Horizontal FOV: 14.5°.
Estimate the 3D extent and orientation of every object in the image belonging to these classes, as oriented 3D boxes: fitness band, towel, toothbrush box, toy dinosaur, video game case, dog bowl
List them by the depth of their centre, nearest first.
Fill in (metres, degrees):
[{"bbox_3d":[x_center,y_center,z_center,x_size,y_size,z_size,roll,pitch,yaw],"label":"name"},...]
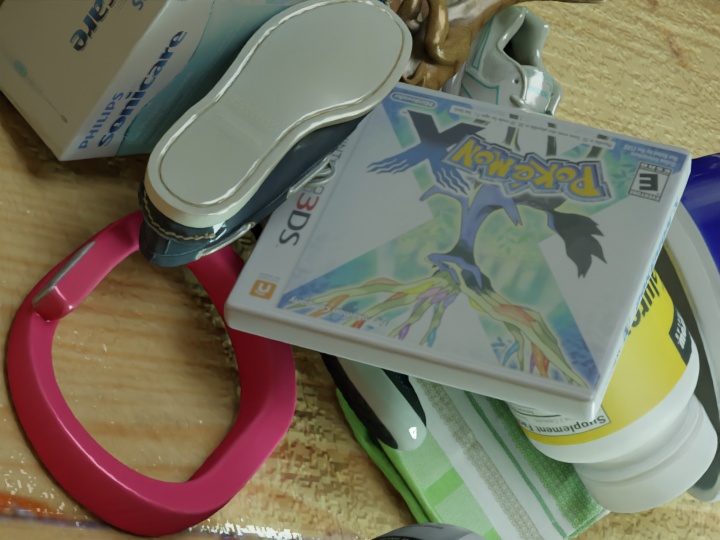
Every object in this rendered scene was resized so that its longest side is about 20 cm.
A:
[{"bbox_3d":[-0.102,0.050,1.418,0.144,0.037,0.200,54,32,-8],"label":"fitness band"},{"bbox_3d":[0.053,-0.018,1.473,0.199,0.022,0.183,14,51,14],"label":"video game case"},{"bbox_3d":[-0.085,-0.142,1.493,0.085,0.147,0.200,48,29,19],"label":"toothbrush box"},{"bbox_3d":[0.071,0.099,1.618,0.150,0.031,0.200,56,34,5],"label":"towel"},{"bbox_3d":[0.047,-0.137,1.650,0.200,0.060,0.107,-49,121,-28],"label":"toy dinosaur"},{"bbox_3d":[0.213,0.033,1.704,0.200,0.078,0.201,163,-90,-80],"label":"dog bowl"}]

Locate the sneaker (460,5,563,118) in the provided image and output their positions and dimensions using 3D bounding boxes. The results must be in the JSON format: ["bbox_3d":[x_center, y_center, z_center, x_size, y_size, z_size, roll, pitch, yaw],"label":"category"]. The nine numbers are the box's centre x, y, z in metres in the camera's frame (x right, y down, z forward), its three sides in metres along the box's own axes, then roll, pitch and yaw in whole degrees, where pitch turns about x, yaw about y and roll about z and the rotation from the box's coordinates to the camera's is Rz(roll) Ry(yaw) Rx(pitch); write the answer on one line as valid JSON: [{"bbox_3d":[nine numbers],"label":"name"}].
[{"bbox_3d":[0.084,-0.085,1.747,0.070,0.080,0.201,30,41,-38],"label":"sneaker"}]

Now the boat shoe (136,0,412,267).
[{"bbox_3d":[-0.044,-0.071,1.456,0.075,0.062,0.200,35,51,6],"label":"boat shoe"}]

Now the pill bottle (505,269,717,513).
[{"bbox_3d":[0.123,0.036,1.585,0.201,0.111,0.112,58,28,-28],"label":"pill bottle"}]

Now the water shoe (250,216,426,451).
[{"bbox_3d":[0.000,0.000,1.520,0.201,0.079,0.072,61,-7,22],"label":"water shoe"}]

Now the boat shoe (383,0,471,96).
[{"bbox_3d":[0.020,-0.085,1.681,0.071,0.076,0.201,12,54,-7],"label":"boat shoe"}]

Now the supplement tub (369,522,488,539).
[{"bbox_3d":[-0.005,0.196,1.330,0.200,0.122,0.123,-14,73,-58],"label":"supplement tub"}]
